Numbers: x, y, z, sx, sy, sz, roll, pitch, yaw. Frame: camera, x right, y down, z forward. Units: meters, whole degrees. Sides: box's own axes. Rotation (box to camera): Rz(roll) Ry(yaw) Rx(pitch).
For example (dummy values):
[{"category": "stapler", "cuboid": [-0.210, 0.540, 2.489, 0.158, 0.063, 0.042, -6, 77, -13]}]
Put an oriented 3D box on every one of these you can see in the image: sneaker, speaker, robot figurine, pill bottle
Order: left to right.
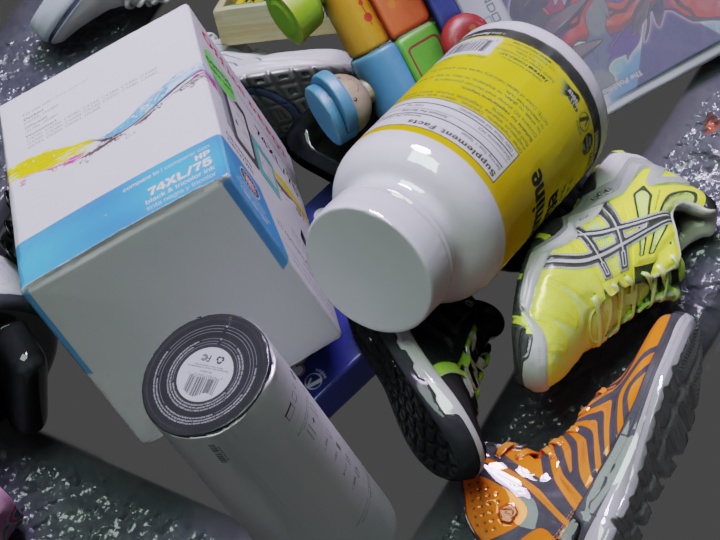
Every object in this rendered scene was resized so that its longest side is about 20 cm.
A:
[{"category": "robot figurine", "cuboid": [-0.272, 0.029, 1.730, 0.125, 0.150, 0.200, -53, 53, 15]}, {"category": "sneaker", "cuboid": [-0.142, -0.215, 1.882, 0.200, 0.073, 0.071, -39, 91, 10]}, {"category": "sneaker", "cuboid": [-0.097, -0.127, 1.808, 0.199, 0.075, 0.087, -8, 49, 13]}, {"category": "speaker", "cuboid": [-0.048, 0.110, 1.546, 0.081, 0.200, 0.082, -12, 54, 17]}, {"category": "sneaker", "cuboid": [0.049, 0.041, 1.590, 0.082, 0.072, 0.200, -17, 40, -9]}, {"category": "pill bottle", "cuboid": [0.055, -0.053, 1.578, 0.112, 0.113, 0.200, 16, 41, 28]}, {"category": "sneaker", "cuboid": [0.122, 0.102, 1.569, 0.112, 0.078, 0.201, 15, 63, 26]}, {"category": "sneaker", "cuboid": [0.150, -0.001, 1.608, 0.076, 0.076, 0.200, 16, 47, 23]}]

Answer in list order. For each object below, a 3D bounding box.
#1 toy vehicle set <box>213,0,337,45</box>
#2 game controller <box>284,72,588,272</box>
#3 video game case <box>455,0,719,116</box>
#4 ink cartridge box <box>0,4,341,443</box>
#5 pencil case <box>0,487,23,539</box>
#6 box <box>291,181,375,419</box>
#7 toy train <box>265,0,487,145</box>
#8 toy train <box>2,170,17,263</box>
[{"category": "toy vehicle set", "cuboid": [0.012, -0.199, 1.810, 0.199, 0.027, 0.124, -5, 28, 15]}, {"category": "game controller", "cuboid": [0.050, -0.064, 1.709, 0.199, 0.042, 0.104, 29, 54, 26]}, {"category": "video game case", "cuboid": [0.155, -0.200, 1.720, 0.199, 0.183, 0.023, -29, 10, -2]}, {"category": "ink cartridge box", "cuboid": [-0.121, -0.032, 1.664, 0.146, 0.147, 0.200, -29, 37, 8]}, {"category": "pencil case", "cuboid": [-0.278, 0.207, 1.633, 0.087, 0.088, 0.201, 12, 63, 26]}, {"category": "box", "cuboid": [0.000, 0.000, 1.711, 0.200, 0.032, 0.121, -42, 54, -13]}, {"category": "toy train", "cuboid": [-0.012, -0.186, 1.680, 0.115, 0.201, 0.085, -31, 11, -17]}, {"category": "toy train", "cuboid": [-0.211, -0.053, 1.779, 0.034, 0.046, 0.200, -38, 28, 15]}]
